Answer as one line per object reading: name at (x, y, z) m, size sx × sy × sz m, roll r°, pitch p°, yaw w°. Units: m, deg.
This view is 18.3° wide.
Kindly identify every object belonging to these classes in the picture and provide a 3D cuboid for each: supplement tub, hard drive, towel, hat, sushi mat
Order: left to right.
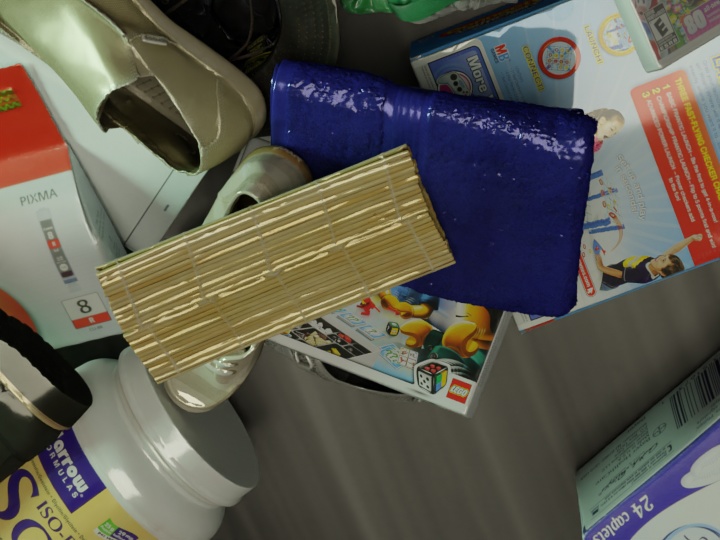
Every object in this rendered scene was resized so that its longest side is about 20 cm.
hard drive at (-0.198, -0.095, 1.437) m, size 0.200 × 0.027 × 0.132 m, roll 31°, pitch 142°, yaw -8°
supplement tub at (-0.182, 0.150, 1.491) m, size 0.200 × 0.145 × 0.145 m, roll -37°, pitch 104°, yaw 13°
hat at (-0.088, -0.183, 1.401) m, size 0.200 × 0.081 × 0.201 m, roll 13°, pitch 123°, yaw 21°
sushi mat at (-0.049, -0.003, 1.321) m, size 0.199 × 0.012 × 0.096 m, roll -22°, pitch 131°, yaw 1°
towel at (0.042, -0.052, 1.359) m, size 0.199 × 0.050 × 0.148 m, roll 12°, pitch 128°, yaw 10°

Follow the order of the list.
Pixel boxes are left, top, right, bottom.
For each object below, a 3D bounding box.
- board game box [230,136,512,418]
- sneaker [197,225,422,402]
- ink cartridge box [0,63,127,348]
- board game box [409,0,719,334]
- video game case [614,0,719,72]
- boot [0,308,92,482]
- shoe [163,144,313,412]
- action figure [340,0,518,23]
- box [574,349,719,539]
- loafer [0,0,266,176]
board game box at (0.000, 0.000, 1.427) m, size 0.199 × 0.035 × 0.127 m, roll 20°, pitch 86°, yaw 11°
sneaker at (-0.033, 0.027, 1.477) m, size 0.199 × 0.082 × 0.075 m, roll 21°, pitch 108°, yaw -5°
ink cartridge box at (-0.249, -0.026, 1.443) m, size 0.162 × 0.050 × 0.200 m, roll -14°, pitch 132°, yaw 13°
board game box at (0.157, -0.088, 1.445) m, size 0.195 × 0.056 × 0.200 m, roll -20°, pitch 107°, yaw 8°
video game case at (0.185, -0.239, 1.355) m, size 0.143 × 0.018 × 0.200 m, roll -31°, pitch 101°, yaw -30°
boot at (-0.287, 0.064, 1.409) m, size 0.200 × 0.077 × 0.138 m, roll 44°, pitch 101°, yaw 2°
shoe at (-0.085, 0.014, 1.372) m, size 0.070 × 0.053 × 0.200 m, roll 23°, pitch 123°, yaw 2°
action figure at (0.080, -0.203, 1.394) m, size 0.199 × 0.055 × 0.118 m, roll -19°, pitch 75°, yaw 4°
box at (0.276, 0.166, 1.501) m, size 0.184 × 0.105 × 0.200 m, roll -42°, pitch 103°, yaw 15°
loafer at (-0.150, -0.128, 1.349) m, size 0.200 × 0.068 × 0.076 m, roll 31°, pitch 138°, yaw -6°
